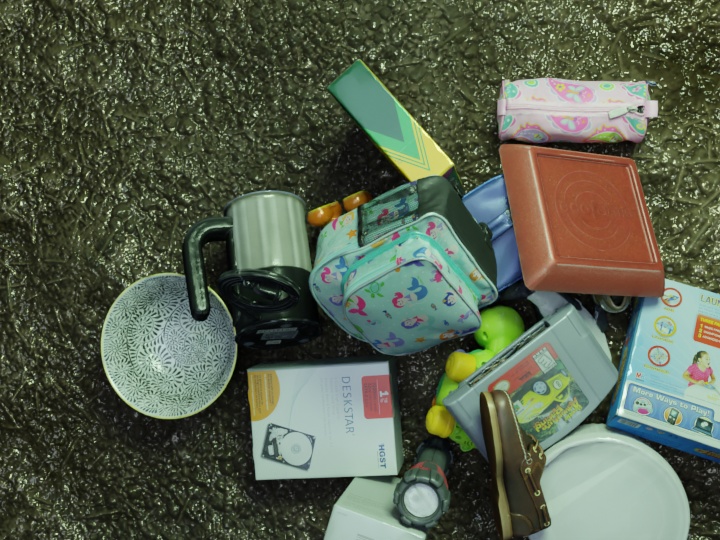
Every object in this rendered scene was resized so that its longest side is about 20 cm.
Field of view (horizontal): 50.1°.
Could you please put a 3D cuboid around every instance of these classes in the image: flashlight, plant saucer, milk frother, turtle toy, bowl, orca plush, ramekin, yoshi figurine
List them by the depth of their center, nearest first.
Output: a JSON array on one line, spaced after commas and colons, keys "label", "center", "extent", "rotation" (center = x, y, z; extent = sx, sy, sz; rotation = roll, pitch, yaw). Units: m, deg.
[{"label": "plant saucer", "center": [0.280, -0.069, 0.945], "extent": [0.199, 0.037, 0.201], "rotation": [4, 64, -19]}, {"label": "flashlight", "center": [0.086, 0.266, 0.983], "extent": [0.068, 0.200, 0.068], "rotation": [-28, 85, 8]}, {"label": "ramekin", "center": [0.307, 0.289, 0.983], "extent": [0.202, 0.094, 0.203], "rotation": [3, 102, 12]}, {"label": "milk frother", "center": [-0.121, -0.017, 0.988], "extent": [0.200, 0.180, 0.189], "rotation": [-35, 57, 48]}, {"label": "orca plush", "center": [0.250, 0.075, 1.008], "extent": [0.200, 0.071, 0.105], "rotation": [30, 81, -27]}, {"label": "turtle toy", "center": [0.167, 0.145, 1.017], "extent": [0.145, 0.101, 0.201], "rotation": [17, 98, -12]}, {"label": "yoshi figurine", "center": [-0.002, 0.002, 1.032], "extent": [0.112, 0.112, 0.201], "rotation": [-22, 95, -19]}, {"label": "bowl", "center": [-0.256, 0.103, 1.099], "extent": [0.200, 0.094, 0.202], "rotation": [0, 90, 10]}]

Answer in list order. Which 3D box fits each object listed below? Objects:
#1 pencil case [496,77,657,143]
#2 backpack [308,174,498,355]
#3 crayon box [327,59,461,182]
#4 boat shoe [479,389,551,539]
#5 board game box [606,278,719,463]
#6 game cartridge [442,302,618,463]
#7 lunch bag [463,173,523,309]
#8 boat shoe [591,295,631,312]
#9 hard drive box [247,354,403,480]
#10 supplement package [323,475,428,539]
[{"label": "pencil case", "center": [0.280, -0.209, 1.012], "extent": [0.199, 0.087, 0.088], "rotation": [4, 90, 11]}, {"label": "backpack", "center": [0.044, 0.006, 0.893], "extent": [0.200, 0.178, 0.151], "rotation": [-18, 42, 29]}, {"label": "crayon box", "center": [0.051, -0.167, 0.993], "extent": [0.058, 0.200, 0.173], "rotation": [-41, 83, 8]}, {"label": "boat shoe", "center": [0.185, 0.227, 0.913], "extent": [0.070, 0.070, 0.201], "rotation": [-11, 112, 0]}, {"label": "board game box", "center": [0.429, 0.128, 0.959], "extent": [0.199, 0.056, 0.196], "rotation": [18, 68, 10]}, {"label": "game cartridge", "center": [0.216, 0.150, 0.955], "extent": [0.200, 0.041, 0.133], "rotation": [-38, 109, 0]}, {"label": "lunch bag", "center": [0.166, -0.034, 1.006], "extent": [0.200, 0.132, 0.136], "rotation": [-34, 84, 9]}, {"label": "boat shoe", "center": [0.323, -0.045, 1.006], "extent": [0.071, 0.076, 0.201], "rotation": [-13, 87, 10]}, {"label": "hard drive box", "center": [-0.047, 0.202, 1.071], "extent": [0.199, 0.077, 0.156], "rotation": [-6, 89, 10]}, {"label": "supplement package", "center": [0.024, 0.346, 0.994], "extent": [0.117, 0.200, 0.117], "rotation": [16, 92, 10]}]
